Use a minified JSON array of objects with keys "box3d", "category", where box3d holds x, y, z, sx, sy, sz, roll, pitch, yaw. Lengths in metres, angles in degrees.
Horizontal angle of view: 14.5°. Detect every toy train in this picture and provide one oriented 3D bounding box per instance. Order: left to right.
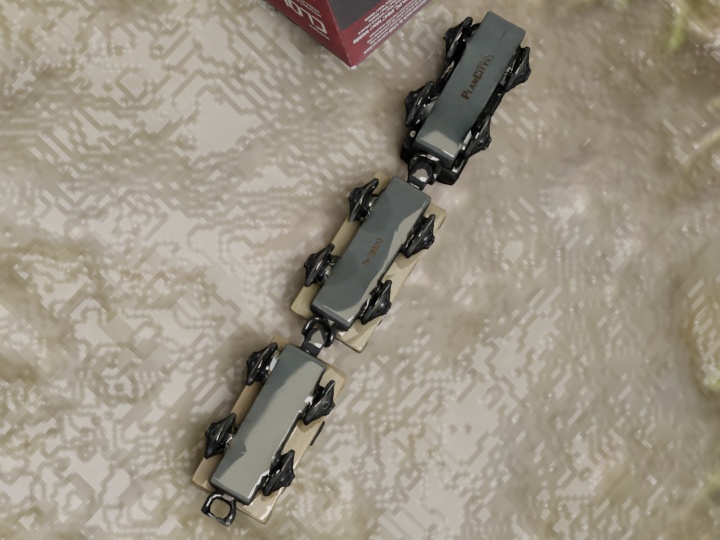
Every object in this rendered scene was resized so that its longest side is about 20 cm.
[{"box3d":[0.000,0.000,0.971,0.034,0.046,0.200,30,77,2],"category":"toy train"}]

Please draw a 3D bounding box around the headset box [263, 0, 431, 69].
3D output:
[{"box3d":[0.011,-0.174,0.921,0.149,0.200,0.075,-41,57,-14],"category":"headset box"}]
